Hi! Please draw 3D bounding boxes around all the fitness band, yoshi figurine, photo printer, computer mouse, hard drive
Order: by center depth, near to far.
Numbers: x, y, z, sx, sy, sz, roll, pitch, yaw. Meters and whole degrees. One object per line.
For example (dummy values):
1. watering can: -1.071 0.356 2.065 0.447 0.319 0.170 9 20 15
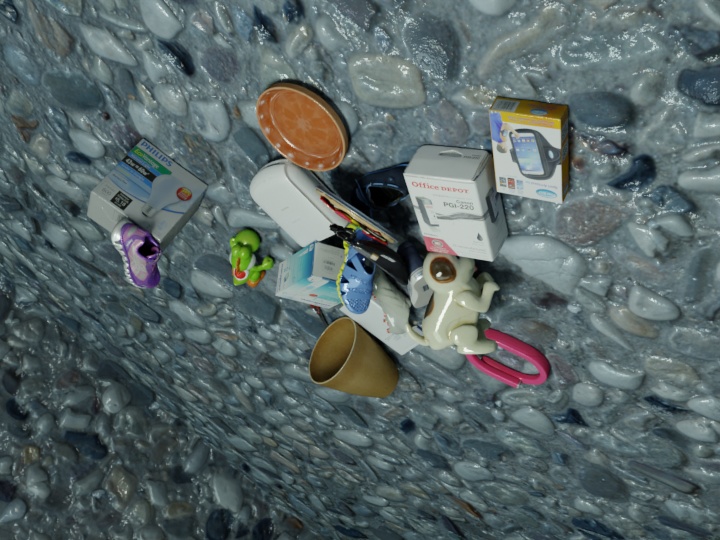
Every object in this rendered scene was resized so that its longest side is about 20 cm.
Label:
1. computer mouse: 0.033 -0.036 1.507 0.200 0.046 0.140 36 -179 -14
2. photo printer: -0.138 -0.150 1.647 0.200 0.070 0.166 45 146 -19
3. fitness band: 0.331 0.202 1.740 0.199 0.038 0.144 24 147 12
4. hard drive: 0.055 0.126 1.891 0.200 0.025 0.132 37 148 -6
5. yoshi figurine: -0.283 -0.038 1.931 0.200 0.112 0.113 101 149 -71

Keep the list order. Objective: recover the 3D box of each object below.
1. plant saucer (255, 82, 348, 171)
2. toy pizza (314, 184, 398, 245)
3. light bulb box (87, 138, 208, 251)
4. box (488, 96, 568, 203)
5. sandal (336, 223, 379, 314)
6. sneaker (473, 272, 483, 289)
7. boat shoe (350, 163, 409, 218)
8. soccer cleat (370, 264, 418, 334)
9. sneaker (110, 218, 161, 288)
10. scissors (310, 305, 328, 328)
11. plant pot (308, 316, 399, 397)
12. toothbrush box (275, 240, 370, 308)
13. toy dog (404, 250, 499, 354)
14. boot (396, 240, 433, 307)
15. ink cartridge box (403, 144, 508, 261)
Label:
1. plant saucer: -0.111 -0.279 1.485 0.199 0.032 0.201 23 146 16
2. toy pizza: -0.012 -0.106 1.526 0.200 0.032 0.200 33 -177 -2
3. light bulb box: -0.506 -0.167 1.825 0.198 0.200 0.125 36 146 -6
4. box: 0.279 -0.186 1.258 0.118 0.042 0.201 14 141 27
5. sandal: 0.000 0.000 1.626 0.087 0.079 0.201 29 121 58
6. sneaker: 0.212 0.077 1.630 0.074 0.089 0.200 26 146 13
7. boat shoe: 0.033 -0.154 1.489 0.084 0.069 0.200 40 151 -14
8. soccer cleat: 0.074 0.063 1.763 0.077 0.069 0.201 -15 123 13
9. sneaker: -0.492 -0.028 1.745 0.088 0.081 0.201 10 140 18
10. scissors: -0.120 0.098 2.024 0.073 0.014 0.201 16 145 21
11. plant pot: -0.002 0.249 1.989 0.200 0.187 0.186 34 151 -29
12. toothbrush box: -0.088 0.014 1.756 0.146 0.086 0.200 16 159 -27
13. toy dog: 0.180 0.048 1.516 0.193 0.140 0.201 -4 110 12
14. boot: 0.123 0.008 1.648 0.091 0.072 0.200 62 174 22
15. ink cartridge box: 0.177 -0.122 1.395 0.145 0.085 0.201 11 140 31
